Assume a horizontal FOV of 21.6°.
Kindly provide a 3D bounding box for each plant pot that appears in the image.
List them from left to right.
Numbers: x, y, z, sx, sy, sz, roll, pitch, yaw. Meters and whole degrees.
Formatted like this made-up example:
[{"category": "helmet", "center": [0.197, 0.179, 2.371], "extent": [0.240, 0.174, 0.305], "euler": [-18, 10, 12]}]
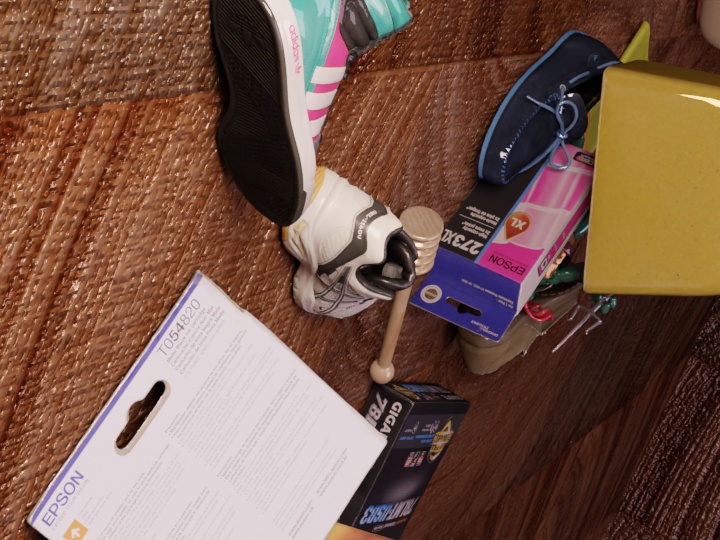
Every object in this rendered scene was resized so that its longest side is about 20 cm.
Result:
[{"category": "plant pot", "center": [0.318, -0.077, 1.665], "extent": [0.195, 0.198, 0.197], "euler": [-24, 119, -70]}]

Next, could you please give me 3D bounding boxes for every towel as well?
[{"category": "towel", "center": [0.249, -0.159, 1.945], "extent": [0.201, 0.018, 0.086], "euler": [-56, 162, -21]}]

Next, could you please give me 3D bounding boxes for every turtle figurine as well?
[{"category": "turtle figurine", "center": [0.184, -0.030, 1.817], "extent": [0.201, 0.149, 0.100], "euler": [-60, -159, -16]}]

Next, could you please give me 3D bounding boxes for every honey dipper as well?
[{"category": "honey dipper", "center": [0.032, 0.027, 1.590], "extent": [0.038, 0.038, 0.201], "euler": [-47, 161, -40]}]

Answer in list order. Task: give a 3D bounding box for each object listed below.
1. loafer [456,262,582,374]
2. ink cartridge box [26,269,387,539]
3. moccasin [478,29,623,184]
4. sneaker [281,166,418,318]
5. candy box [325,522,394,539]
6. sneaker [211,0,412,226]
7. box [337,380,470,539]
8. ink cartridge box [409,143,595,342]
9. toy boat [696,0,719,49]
[{"category": "loafer", "center": [0.156, 0.041, 1.900], "extent": [0.199, 0.076, 0.068], "euler": [-28, 145, -44]}, {"category": "ink cartridge box", "center": [-0.102, 0.134, 1.240], "extent": [0.200, 0.040, 0.200], "euler": [45, 71, -30]}, {"category": "moccasin", "center": [0.173, -0.145, 1.664], "extent": [0.200, 0.068, 0.081], "euler": [-52, 159, -32]}, {"category": "sneaker", "center": [0.000, 0.000, 1.363], "extent": [0.076, 0.087, 0.200], "euler": [-60, 164, -12]}, {"category": "candy box", "center": [-0.057, 0.230, 1.319], "extent": [0.057, 0.198, 0.118], "euler": [84, 23, -67]}, {"category": "sneaker", "center": [-0.026, -0.125, 1.119], "extent": [0.121, 0.083, 0.201], "euler": [-41, 153, -28]}, {"category": "box", "center": [0.018, 0.202, 1.786], "extent": [0.200, 0.049, 0.200], "euler": [-64, 162, 4]}, {"category": "ink cartridge box", "center": [0.131, -0.035, 1.663], "extent": [0.201, 0.094, 0.037], "euler": [-55, 152, -23]}, {"category": "toy boat", "center": [0.444, -0.337, 2.109], "extent": [0.201, 0.129, 0.132], "euler": [88, 6, -58]}]
